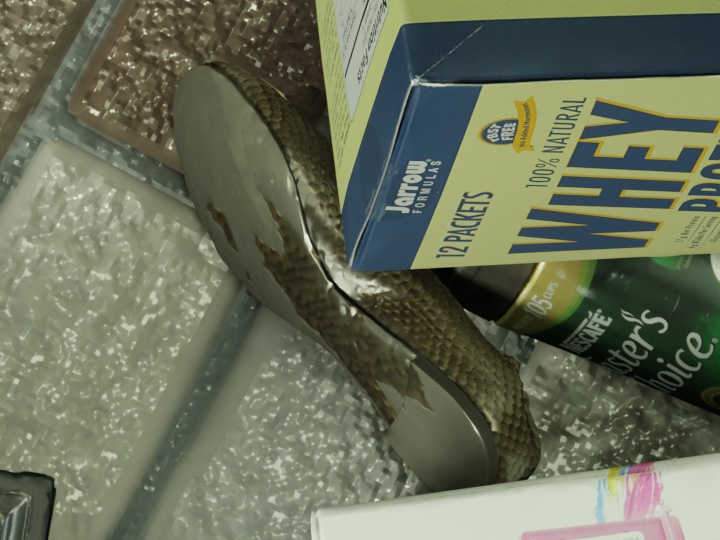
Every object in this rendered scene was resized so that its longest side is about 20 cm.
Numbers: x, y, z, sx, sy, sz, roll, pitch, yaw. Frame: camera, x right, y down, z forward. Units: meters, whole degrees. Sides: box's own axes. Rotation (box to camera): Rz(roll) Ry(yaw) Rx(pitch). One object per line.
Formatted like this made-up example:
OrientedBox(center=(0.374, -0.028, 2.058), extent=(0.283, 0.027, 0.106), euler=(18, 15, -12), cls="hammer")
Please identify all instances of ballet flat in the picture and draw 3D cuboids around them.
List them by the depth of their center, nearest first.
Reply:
OrientedBox(center=(0.000, 0.000, 0.959), extent=(0.046, 0.068, 0.200), euler=(-22, 60, -36), cls="ballet flat")

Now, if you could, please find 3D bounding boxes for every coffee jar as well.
OrientedBox(center=(0.123, 0.001, 0.967), extent=(0.199, 0.104, 0.086), euler=(23, 73, -2), cls="coffee jar")

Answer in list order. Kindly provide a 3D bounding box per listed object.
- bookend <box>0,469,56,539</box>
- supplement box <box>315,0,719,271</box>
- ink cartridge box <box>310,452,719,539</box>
OrientedBox(center=(-0.214, 0.157, 0.888), extent=(0.198, 0.092, 0.200), euler=(9, 77, -5), cls="bookend")
OrientedBox(center=(0.088, -0.121, 0.878), extent=(0.198, 0.134, 0.201), euler=(-3, 67, -10), cls="supplement box")
OrientedBox(center=(0.091, 0.113, 0.892), extent=(0.198, 0.145, 0.085), euler=(-7, 79, 6), cls="ink cartridge box")
